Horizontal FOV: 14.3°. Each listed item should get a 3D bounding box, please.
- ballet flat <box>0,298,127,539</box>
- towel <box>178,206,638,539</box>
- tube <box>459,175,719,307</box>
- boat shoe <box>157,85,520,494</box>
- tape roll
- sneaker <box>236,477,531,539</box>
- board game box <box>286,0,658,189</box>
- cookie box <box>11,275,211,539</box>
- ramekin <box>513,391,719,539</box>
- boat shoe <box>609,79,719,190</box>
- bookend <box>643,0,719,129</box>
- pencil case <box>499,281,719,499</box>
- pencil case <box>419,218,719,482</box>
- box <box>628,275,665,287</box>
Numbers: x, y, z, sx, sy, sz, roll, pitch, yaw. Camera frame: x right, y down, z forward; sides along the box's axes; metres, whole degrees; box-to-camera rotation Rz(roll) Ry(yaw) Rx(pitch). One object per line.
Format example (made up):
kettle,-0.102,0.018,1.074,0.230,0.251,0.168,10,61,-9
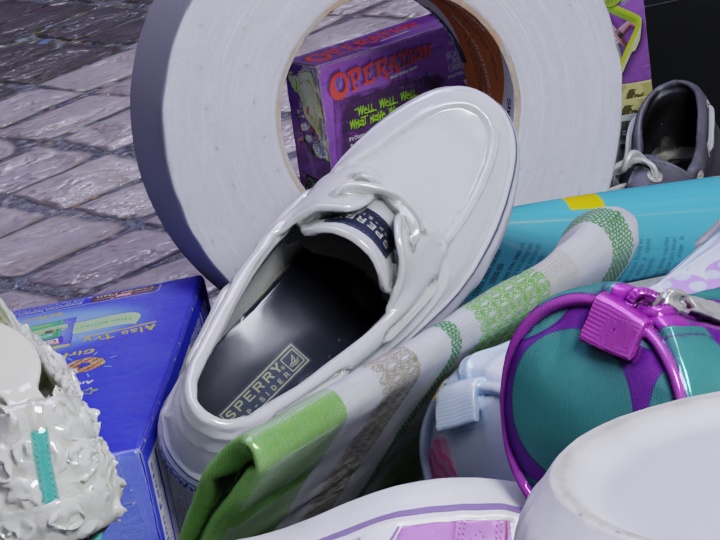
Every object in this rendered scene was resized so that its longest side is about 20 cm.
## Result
ballet flat,-0.131,0.040,1.024,0.072,0.072,0.200,-20,22,-17
towel,0.004,0.054,1.027,0.200,0.031,0.149,-28,-20,-39
tube,0.124,-0.012,1.173,0.199,0.078,0.051,-6,57,-17
boat shoe,0.000,0.000,1.059,0.200,0.073,0.065,-55,-8,-27
tape roll,0.007,-0.068,1.200,0.200,0.201,0.066,-19,13,-13
sneaker,-0.009,0.134,0.897,0.200,0.073,0.114,-12,36,-8
board game box,0.056,-0.062,1.309,0.200,0.120,0.032,-20,25,-36
cookie box,-0.146,0.081,1.136,0.171,0.075,0.200,-11,17,8
ramekin,0.129,0.099,0.731,0.199,0.105,0.200,-3,14,1
boat shoe,0.116,-0.026,1.272,0.072,0.063,0.200,-3,23,27
bookend,0.165,-0.114,1.464,0.199,0.092,0.199,-10,16,22
pencil case,0.146,0.035,0.939,0.200,0.093,0.085,-10,41,-37
pencil case,0.113,0.039,1.023,0.200,0.091,0.083,-29,22,-37
box,0.158,0.018,1.138,0.199,0.039,0.041,-12,16,10
